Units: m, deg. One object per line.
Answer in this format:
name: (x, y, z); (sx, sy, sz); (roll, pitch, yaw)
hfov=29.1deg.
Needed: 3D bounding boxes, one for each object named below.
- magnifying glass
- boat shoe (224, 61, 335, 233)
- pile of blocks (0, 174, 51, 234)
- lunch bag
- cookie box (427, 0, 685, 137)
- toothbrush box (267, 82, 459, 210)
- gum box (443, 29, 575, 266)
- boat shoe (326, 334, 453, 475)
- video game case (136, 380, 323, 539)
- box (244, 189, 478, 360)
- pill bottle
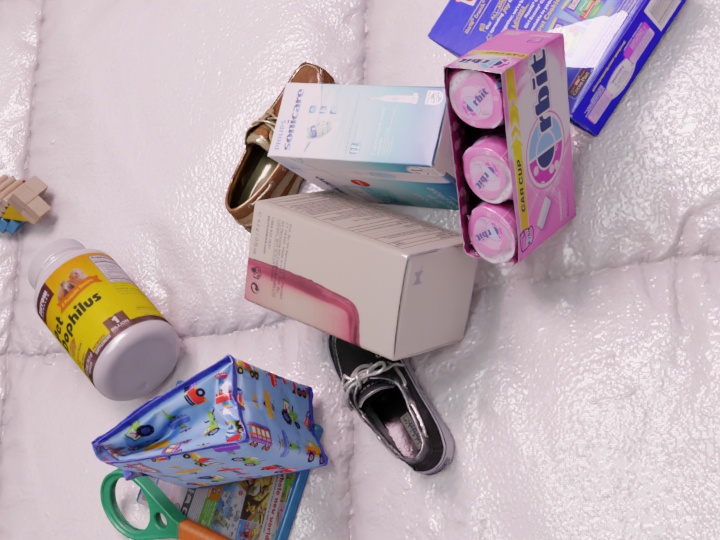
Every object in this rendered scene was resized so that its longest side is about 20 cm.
magnifying glass: (-0.205, 0.270, 1.494); (0.200, 0.022, 0.080); (19, 114, 34)
boat shoe: (-0.090, -0.138, 1.540); (0.076, 0.074, 0.201); (18, 85, 34)
pile of blocks: (-0.468, -0.092, 1.780); (0.199, 0.082, 0.062); (13, 38, 25)
lunch bag: (-0.161, 0.178, 1.412); (0.200, 0.150, 0.094); (-25, 63, 22)
cookie box: (0.196, -0.257, 1.401); (0.200, 0.075, 0.171); (37, 96, 34)
toothbrush box: (0.030, -0.126, 1.418); (0.200, 0.146, 0.086); (8, 78, 33)
gum box: (0.144, -0.113, 1.310); (0.066, 0.113, 0.201); (11, 122, 35)
boat shoe: (0.016, 0.121, 1.393); (0.074, 0.068, 0.200); (-40, 58, 15)
video game case: (-0.143, 0.210, 1.494); (0.200, 0.018, 0.144); (14, 81, 34)
box: (0.000, 0.000, 1.391); (0.200, 0.128, 0.109); (21, 110, 35)
pill bottle: (-0.300, 0.050, 1.588); (0.109, 0.109, 0.200); (-52, 55, 7)
